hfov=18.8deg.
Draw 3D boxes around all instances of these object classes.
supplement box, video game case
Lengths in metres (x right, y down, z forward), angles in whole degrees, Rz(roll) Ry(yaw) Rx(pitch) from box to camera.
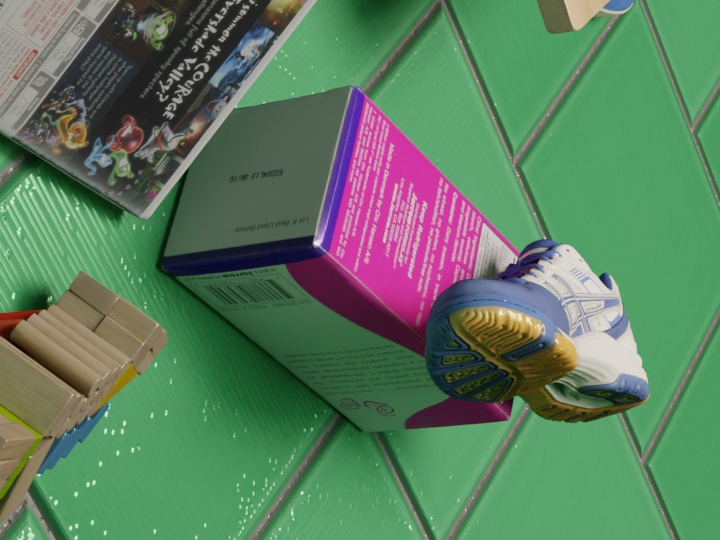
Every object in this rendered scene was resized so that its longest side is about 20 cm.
[{"bbox_3d":[0.000,0.000,1.174,0.200,0.101,0.103,44,49,-44],"label":"supplement box"},{"bbox_3d":[-0.102,-0.140,1.020,0.200,0.023,0.182,-52,138,3],"label":"video game case"}]

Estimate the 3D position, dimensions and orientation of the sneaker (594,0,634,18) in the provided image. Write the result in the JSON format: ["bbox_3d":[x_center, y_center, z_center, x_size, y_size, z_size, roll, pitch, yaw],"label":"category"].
[{"bbox_3d":[0.167,-0.247,1.459,0.200,0.111,0.077,49,46,-39],"label":"sneaker"}]

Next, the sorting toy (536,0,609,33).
[{"bbox_3d":[0.106,-0.264,1.280,0.199,0.070,0.200,-45,123,-50],"label":"sorting toy"}]

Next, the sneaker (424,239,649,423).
[{"bbox_3d":[0.086,0.024,1.158,0.200,0.075,0.088,26,51,-59],"label":"sneaker"}]

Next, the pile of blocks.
[{"bbox_3d":[-0.160,0.058,0.981,0.062,0.082,0.200,35,28,8],"label":"pile of blocks"}]
